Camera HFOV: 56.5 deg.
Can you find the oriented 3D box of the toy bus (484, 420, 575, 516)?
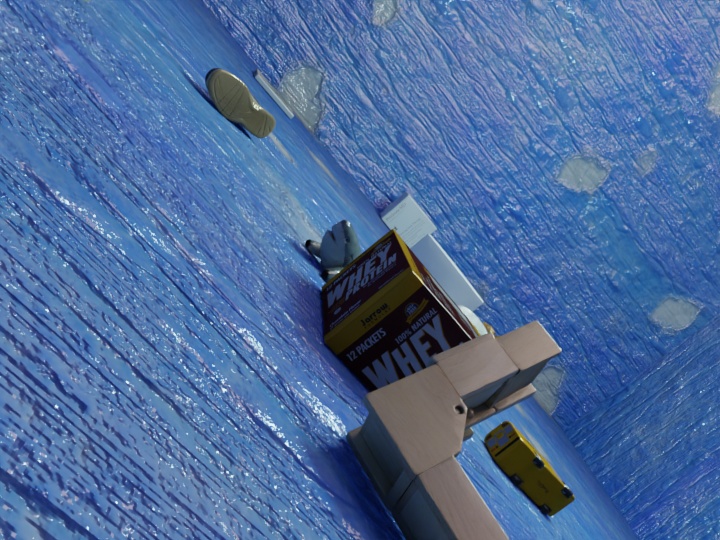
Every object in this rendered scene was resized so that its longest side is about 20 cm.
[{"bbox_3d":[0.312,0.367,1.231,0.200,0.065,0.078,46,7,-27],"label":"toy bus"}]

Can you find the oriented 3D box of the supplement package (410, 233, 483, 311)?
[{"bbox_3d":[0.163,0.042,1.547,0.200,0.156,0.111,52,8,7],"label":"supplement package"}]

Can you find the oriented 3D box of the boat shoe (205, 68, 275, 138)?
[{"bbox_3d":[-0.239,-0.325,1.291,0.065,0.072,0.200,41,5,31],"label":"boat shoe"}]

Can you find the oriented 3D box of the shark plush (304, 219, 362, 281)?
[{"bbox_3d":[0.000,0.000,1.070,0.200,0.083,0.091,45,9,-35],"label":"shark plush"}]

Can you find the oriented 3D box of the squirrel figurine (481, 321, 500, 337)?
[{"bbox_3d":[0.383,0.236,2.004,0.200,0.141,0.187,54,2,3],"label":"squirrel figurine"}]

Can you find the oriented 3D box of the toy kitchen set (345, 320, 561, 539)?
[{"bbox_3d":[0.110,0.185,0.613,0.181,0.199,0.163,55,-33,28],"label":"toy kitchen set"}]

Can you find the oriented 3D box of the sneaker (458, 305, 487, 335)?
[{"bbox_3d":[0.203,0.176,1.303,0.072,0.114,0.201,8,53,-46],"label":"sneaker"}]

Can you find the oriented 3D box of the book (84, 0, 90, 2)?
[{"bbox_3d":[-0.424,-0.434,0.827,0.200,0.048,0.134,52,12,-5],"label":"book"}]

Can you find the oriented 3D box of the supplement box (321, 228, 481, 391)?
[{"bbox_3d":[0.063,0.082,0.869,0.200,0.133,0.197,48,8,-16],"label":"supplement box"}]

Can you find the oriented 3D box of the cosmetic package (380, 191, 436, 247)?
[{"bbox_3d":[0.214,-0.224,3.033,0.200,0.167,0.166,49,9,-10],"label":"cosmetic package"}]

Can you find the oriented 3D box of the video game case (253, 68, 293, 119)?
[{"bbox_3d":[-0.328,-0.670,2.535,0.200,0.022,0.182,48,8,-23],"label":"video game case"}]
